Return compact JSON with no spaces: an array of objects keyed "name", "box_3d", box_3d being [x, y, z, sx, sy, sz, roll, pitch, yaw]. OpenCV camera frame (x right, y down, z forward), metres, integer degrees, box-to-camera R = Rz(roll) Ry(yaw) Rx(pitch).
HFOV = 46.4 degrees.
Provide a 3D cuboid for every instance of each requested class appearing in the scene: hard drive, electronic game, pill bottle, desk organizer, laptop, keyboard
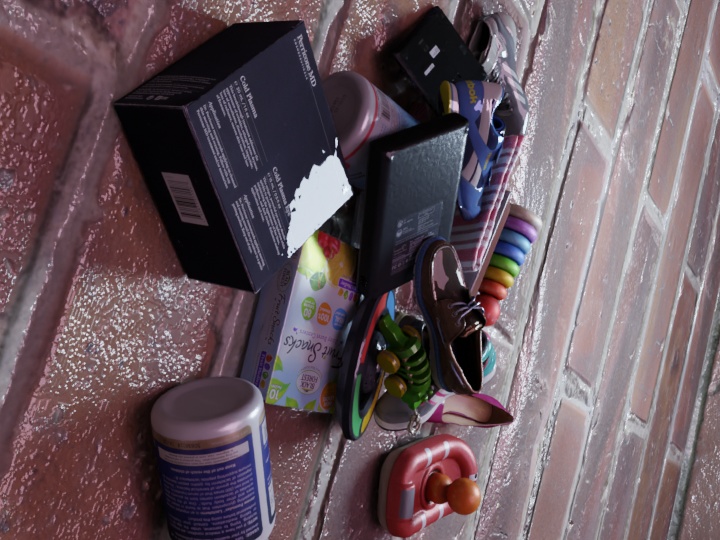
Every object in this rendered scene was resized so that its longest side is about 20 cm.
[{"name":"hard drive","box_3d":[0.061,-0.075,0.998,0.138,0.033,0.203,-24,136,-34]},{"name":"electronic game","box_3d":[0.012,0.117,1.078,0.200,0.041,0.205,13,89,-77]},{"name":"pill bottle","box_3d":[0.022,-0.149,1.018,0.199,0.107,0.111,27,76,-49]},{"name":"desk organizer","box_3d":[0.161,-0.028,1.274,0.203,0.070,0.077,-67,163,-9]},{"name":"laptop","box_3d":[0.105,-0.232,1.176,0.201,0.102,0.178,50,41,-14]},{"name":"pill bottle","box_3d":[-0.147,0.224,0.865,0.115,0.114,0.205,-25,117,-49]},{"name":"keyboard","box_3d":[0.000,0.000,1.113,0.056,0.010,0.205,5,93,-55]}]

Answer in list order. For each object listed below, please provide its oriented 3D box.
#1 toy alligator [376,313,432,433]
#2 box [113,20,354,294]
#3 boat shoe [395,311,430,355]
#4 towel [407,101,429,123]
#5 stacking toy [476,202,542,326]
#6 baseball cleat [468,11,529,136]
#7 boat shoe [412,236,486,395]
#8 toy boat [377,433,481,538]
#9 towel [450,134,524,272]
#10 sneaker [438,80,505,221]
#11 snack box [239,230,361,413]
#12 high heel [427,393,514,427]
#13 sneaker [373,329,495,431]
[{"name":"toy alligator","box_3d":[0.068,0.139,1.060,0.059,0.054,0.203,-42,131,-33]},{"name":"box","box_3d":[-0.116,-0.117,0.843,0.182,0.103,0.203,-46,132,-38]},{"name":"boat shoe","box_3d":[0.107,0.121,1.243,0.199,0.064,0.075,33,73,-51]},{"name":"towel","box_3d":[0.090,-0.119,1.205,0.146,0.022,0.201,-62,141,-24]},{"name":"stacking toy","box_3d":[0.227,-0.005,1.384,0.085,0.084,0.203,37,73,-51]},{"name":"baseball cleat","box_3d":[0.208,-0.292,1.306,0.106,0.069,0.204,-26,109,-41]},{"name":"boat shoe","box_3d":[0.120,0.057,1.037,0.071,0.072,0.204,-24,111,-31]},{"name":"toy boat","box_3d":[0.121,0.325,1.252,0.198,0.129,0.134,-7,103,-53]},{"name":"towel","box_3d":[0.161,-0.089,1.180,0.029,0.146,0.204,22,83,-17]},{"name":"sneaker","box_3d":[0.147,-0.150,1.070,0.075,0.080,0.203,-106,-175,-48]},{"name":"snack box","box_3d":[-0.064,0.059,0.999,0.141,0.052,0.205,22,80,-54]},{"name":"high heel","box_3d":[0.164,0.213,1.316,0.198,0.095,0.069,10,89,-55]},{"name":"sneaker","box_3d":[0.103,0.134,1.143,0.197,0.084,0.122,-28,141,-18]}]
